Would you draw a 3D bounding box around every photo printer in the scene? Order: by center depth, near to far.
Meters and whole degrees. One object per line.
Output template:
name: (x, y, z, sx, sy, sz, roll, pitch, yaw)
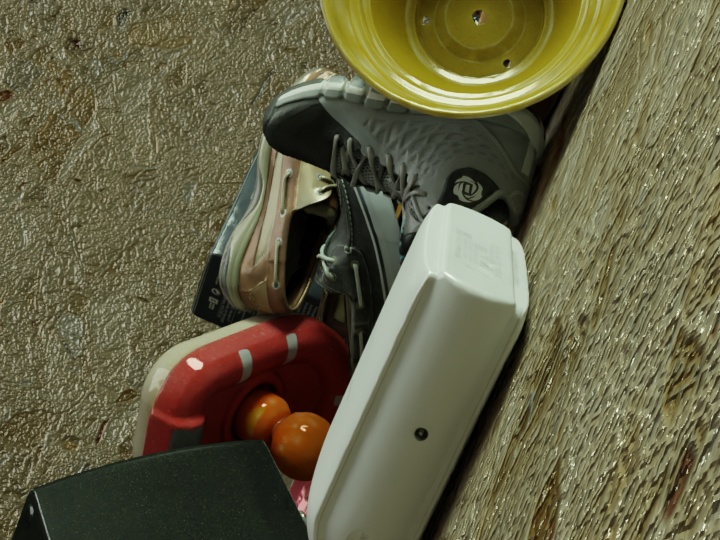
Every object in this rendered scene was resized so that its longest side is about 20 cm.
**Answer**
photo printer: (0.029, 0.074, 0.892, 0.167, 0.069, 0.202, -74, 8, -72)

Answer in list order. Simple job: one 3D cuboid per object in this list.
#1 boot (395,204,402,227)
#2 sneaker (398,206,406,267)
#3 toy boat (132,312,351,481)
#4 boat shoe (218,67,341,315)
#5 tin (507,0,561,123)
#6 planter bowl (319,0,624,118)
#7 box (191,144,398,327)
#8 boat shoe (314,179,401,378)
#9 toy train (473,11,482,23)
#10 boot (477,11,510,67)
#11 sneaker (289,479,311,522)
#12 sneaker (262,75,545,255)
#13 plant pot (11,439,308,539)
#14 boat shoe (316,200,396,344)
boot: (0.064, -0.082, 1.256, 0.144, 0.070, 0.204, -26, -59, -79)
sneaker: (0.059, -0.075, 1.127, 0.086, 0.077, 0.202, 1, -87, -84)
toy boat: (-0.070, 0.116, 1.181, 0.199, 0.130, 0.132, -20, -48, -48)
boat shoe: (-0.043, -0.058, 1.200, 0.075, 0.071, 0.202, 20, -93, -54)
tin: (0.146, -0.186, 1.104, 0.112, 0.041, 0.201, -77, 9, -55)
planter bowl: (0.076, -0.181, 1.010, 0.084, 0.199, 0.202, 59, -127, -72)
box: (-0.030, -0.005, 1.390, 0.107, 0.198, 0.149, 115, 178, -55)
boat shoe: (0.000, 0.000, 1.162, 0.072, 0.070, 0.202, -107, 4, -69)
toy train: (0.117, -0.233, 1.305, 0.200, 0.046, 0.034, -46, -39, -26)
boot: (0.130, -0.182, 1.239, 0.107, 0.074, 0.202, 0, -72, -71)
sneaker: (-0.043, 0.206, 1.243, 0.087, 0.073, 0.202, 123, 170, -69)
sneaker: (0.020, -0.063, 1.029, 0.075, 0.198, 0.116, 72, -154, -56)
plant pot: (-0.146, 0.243, 1.037, 0.201, 0.176, 0.200, -65, 33, 24)
boat shoe: (-0.012, -0.038, 1.251, 0.075, 0.074, 0.205, -28, -60, -78)
